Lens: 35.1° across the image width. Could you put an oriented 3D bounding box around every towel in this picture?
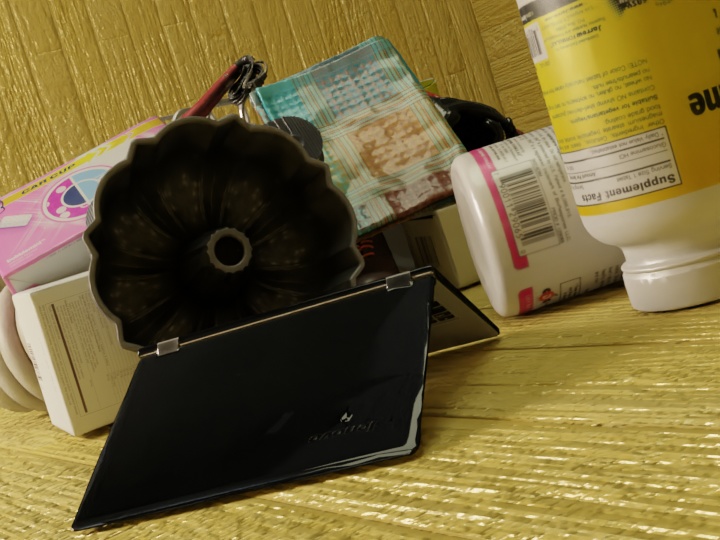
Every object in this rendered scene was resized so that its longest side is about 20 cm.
[{"bbox_3d":[0.003,-0.120,1.010,0.146,0.201,0.022,-24,-34,-10],"label":"towel"}]

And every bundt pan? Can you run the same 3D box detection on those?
[{"bbox_3d":[-0.103,-0.006,0.823,0.201,0.203,0.076,-20,-5,-23],"label":"bundt pan"}]

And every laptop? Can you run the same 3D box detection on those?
[{"bbox_3d":[-0.028,0.081,0.635,0.186,0.117,0.200,-16,-23,19],"label":"laptop"}]

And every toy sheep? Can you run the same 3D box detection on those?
[{"bbox_3d":[-0.286,0.065,1.035,0.199,0.138,0.138,-31,0,21],"label":"toy sheep"}]

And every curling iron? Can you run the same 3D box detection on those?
[{"bbox_3d":[-0.166,-0.134,1.085,0.200,0.026,0.050,-42,34,0],"label":"curling iron"}]

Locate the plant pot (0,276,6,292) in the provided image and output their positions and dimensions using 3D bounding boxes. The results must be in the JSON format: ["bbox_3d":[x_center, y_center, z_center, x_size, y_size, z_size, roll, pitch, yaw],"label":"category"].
[{"bbox_3d":[-0.421,0.062,1.300,0.183,0.202,0.200,-7,-2,-37],"label":"plant pot"}]

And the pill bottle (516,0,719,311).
[{"bbox_3d":[0.167,-0.085,0.642,0.112,0.201,0.112,-18,6,2],"label":"pill bottle"}]

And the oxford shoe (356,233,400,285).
[{"bbox_3d":[0.000,0.000,1.018,0.071,0.073,0.200,-17,6,0],"label":"oxford shoe"}]

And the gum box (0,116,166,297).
[{"bbox_3d":[-0.221,-0.048,0.982,0.199,0.066,0.113,-31,41,-14],"label":"gum box"}]

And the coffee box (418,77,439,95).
[{"bbox_3d":[-0.011,-0.097,1.357,0.197,0.201,0.199,-12,6,44],"label":"coffee box"}]

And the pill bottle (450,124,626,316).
[{"bbox_3d":[0.170,-0.051,0.759,0.199,0.114,0.113,-17,5,-1],"label":"pill bottle"}]

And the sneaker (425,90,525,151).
[{"bbox_3d":[0.123,-0.115,1.094,0.199,0.071,0.098,18,3,-35],"label":"sneaker"}]

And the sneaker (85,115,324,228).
[{"bbox_3d":[-0.121,-0.055,0.927,0.199,0.071,0.082,-20,-21,-8],"label":"sneaker"}]

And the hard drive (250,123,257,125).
[{"bbox_3d":[-0.124,-0.024,1.070,0.134,0.202,0.042,-15,-14,36],"label":"hard drive"}]

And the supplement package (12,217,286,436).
[{"bbox_3d":[-0.157,0.041,0.903,0.199,0.115,0.109,-18,5,-23],"label":"supplement package"}]

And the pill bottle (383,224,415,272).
[{"bbox_3d":[0.087,-0.069,1.210,0.115,0.117,0.200,-15,6,30],"label":"pill bottle"}]

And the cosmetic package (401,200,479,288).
[{"bbox_3d":[0.148,-0.049,1.033,0.199,0.072,0.105,-20,5,-18],"label":"cosmetic package"}]

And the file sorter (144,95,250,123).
[{"bbox_3d":[-0.111,-0.119,1.175,0.199,0.125,0.139,-8,10,34],"label":"file sorter"}]
